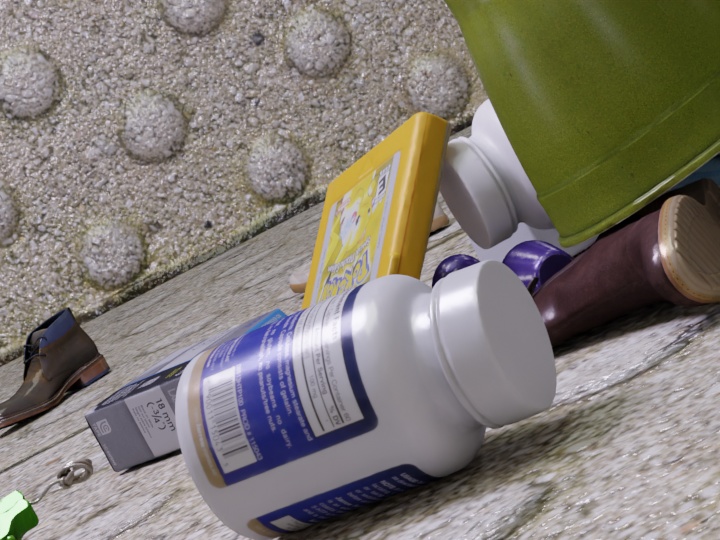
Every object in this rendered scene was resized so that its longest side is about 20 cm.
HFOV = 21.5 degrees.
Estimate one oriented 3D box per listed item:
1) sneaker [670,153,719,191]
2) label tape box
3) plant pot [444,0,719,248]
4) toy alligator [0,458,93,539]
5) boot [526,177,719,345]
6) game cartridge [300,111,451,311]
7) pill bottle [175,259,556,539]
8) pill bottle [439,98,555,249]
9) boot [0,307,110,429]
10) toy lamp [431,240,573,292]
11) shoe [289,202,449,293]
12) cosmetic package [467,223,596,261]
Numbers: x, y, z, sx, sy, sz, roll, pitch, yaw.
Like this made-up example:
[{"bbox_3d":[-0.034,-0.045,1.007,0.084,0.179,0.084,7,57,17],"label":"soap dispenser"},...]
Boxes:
[{"bbox_3d":[0.308,-0.090,1.327,0.199,0.082,0.074,-25,8,10],"label":"sneaker"},{"bbox_3d":[-0.115,0.093,1.619,0.200,0.063,0.144,-22,8,34],"label":"label tape box"},{"bbox_3d":[0.160,-0.152,1.291,0.200,0.193,0.200,-37,3,2],"label":"plant pot"},{"bbox_3d":[-0.288,0.209,1.461,0.199,0.059,0.054,-26,48,-11],"label":"toy alligator"},{"bbox_3d":[0.163,0.017,1.225,0.166,0.072,0.200,-37,4,20],"label":"boot"},{"bbox_3d":[0.000,0.000,1.425,0.176,0.032,0.201,-35,37,59],"label":"game cartridge"},{"bbox_3d":[0.005,0.071,1.090,0.199,0.120,0.120,-23,8,25],"label":"pill bottle"},{"bbox_3d":[0.158,-0.102,1.439,0.200,0.112,0.112,-31,7,-11],"label":"pill bottle"},{"bbox_3d":[-0.404,0.123,2.350,0.075,0.097,0.200,-21,8,40],"label":"boot"},{"bbox_3d":[0.112,0.009,1.446,0.058,0.058,0.200,-28,5,-15],"label":"toy lamp"},{"bbox_3d":[0.003,-0.035,2.191,0.199,0.054,0.070,-26,7,1],"label":"shoe"},{"bbox_3d":[0.195,-0.069,1.648,0.200,0.071,0.101,-30,8,-27],"label":"cosmetic package"}]
